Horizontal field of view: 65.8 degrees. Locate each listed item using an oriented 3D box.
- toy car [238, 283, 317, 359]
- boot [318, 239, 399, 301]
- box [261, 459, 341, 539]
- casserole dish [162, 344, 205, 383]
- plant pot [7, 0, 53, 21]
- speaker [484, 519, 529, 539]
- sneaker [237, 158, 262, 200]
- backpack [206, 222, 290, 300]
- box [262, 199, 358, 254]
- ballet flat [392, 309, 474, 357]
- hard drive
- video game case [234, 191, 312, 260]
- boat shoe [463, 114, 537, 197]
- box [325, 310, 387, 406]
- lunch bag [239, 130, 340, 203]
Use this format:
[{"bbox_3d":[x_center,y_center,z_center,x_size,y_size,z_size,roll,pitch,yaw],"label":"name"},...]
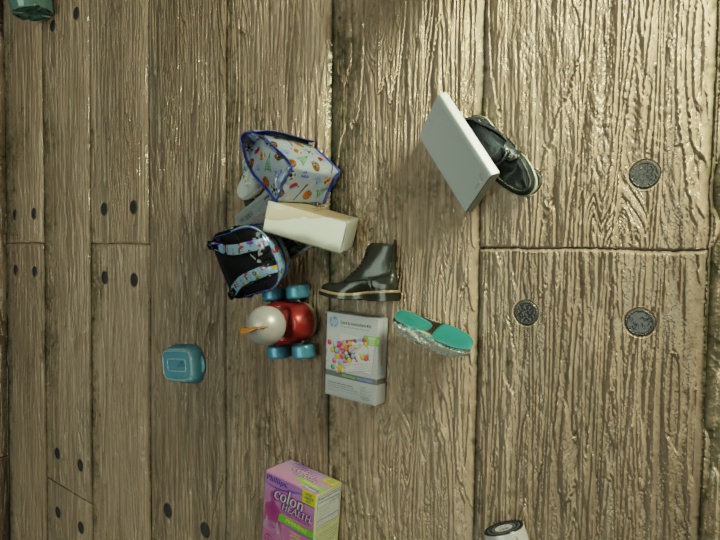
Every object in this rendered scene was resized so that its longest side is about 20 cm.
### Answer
[{"bbox_3d":[-0.227,0.133,1.370,0.176,0.200,0.185,-7,87,38],"label":"toy car"},{"bbox_3d":[0.000,0.000,1.278,0.199,0.077,0.139,0,88,25],"label":"boot"},{"bbox_3d":[-0.149,0.607,1.390,0.176,0.097,0.201,9,96,37],"label":"box"},{"bbox_3d":[-0.559,0.293,1.736,0.200,0.039,0.122,-6,89,37],"label":"casserole dish"},{"bbox_3d":[-1.306,-1.105,2.186,0.200,0.200,0.197,-7,94,38],"label":"plant pot"},{"bbox_3d":[0.302,0.587,1.050,0.081,0.081,0.201,-23,78,36],"label":"speaker"},{"bbox_3d":[-0.285,-0.266,1.473,0.200,0.088,0.075,-44,67,31],"label":"sneaker"},{"bbox_3d":[-0.256,-0.035,1.381,0.200,0.134,0.183,-14,100,39],"label":"backpack"},{"bbox_3d":[-0.115,-0.107,1.301,0.199,0.095,0.078,16,105,12],"label":"box"},{"bbox_3d":[0.154,0.141,1.170,0.200,0.072,0.072,23,105,37],"label":"ballet flat"},{"bbox_3d":[0.190,-0.232,1.104,0.200,0.026,0.132,63,158,19],"label":"hard drive"},{"bbox_3d":[-0.223,-0.104,1.431,0.200,0.023,0.182,-29,90,40],"label":"video game case"},{"bbox_3d":[0.259,-0.223,1.065,0.074,0.066,0.200,-39,69,31],"label":"boat shoe"},{"bbox_3d":[-0.011,0.202,1.306,0.156,0.041,0.201,5,93,37],"label":"box"},{"bbox_3d":[-0.175,-0.262,1.336,0.200,0.170,0.124,47,119,30],"label":"lunch bag"}]
